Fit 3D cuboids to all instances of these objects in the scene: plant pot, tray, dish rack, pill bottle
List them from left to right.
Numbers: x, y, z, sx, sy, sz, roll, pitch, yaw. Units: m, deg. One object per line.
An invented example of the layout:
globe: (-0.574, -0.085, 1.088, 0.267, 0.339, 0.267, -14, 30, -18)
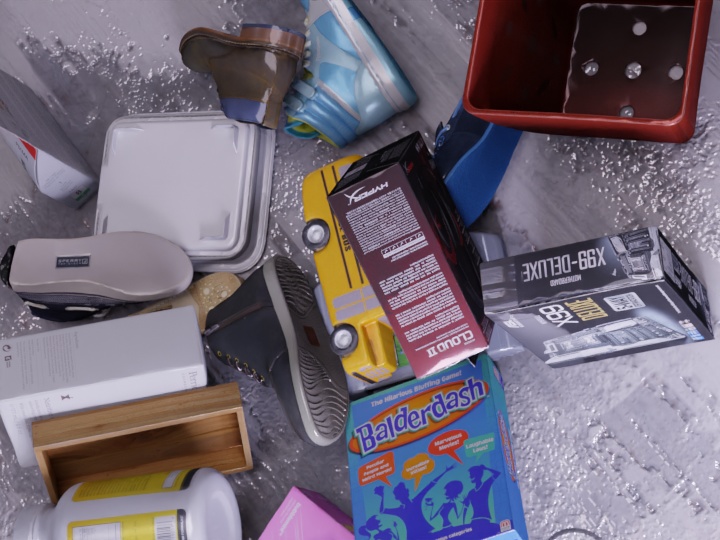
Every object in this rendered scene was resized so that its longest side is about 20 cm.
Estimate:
pill bottle: (-0.219, 0.250, 1.657, 0.198, 0.112, 0.113, -8, 74, 17)
tray: (-0.207, 0.167, 1.696, 0.198, 0.099, 0.037, -11, 47, -5)
dish rack: (-0.189, -0.086, 1.820, 0.198, 0.043, 0.174, 0, 79, 24)
plant pot: (0.226, -0.207, 1.596, 0.198, 0.176, 0.202, 6, 79, 24)

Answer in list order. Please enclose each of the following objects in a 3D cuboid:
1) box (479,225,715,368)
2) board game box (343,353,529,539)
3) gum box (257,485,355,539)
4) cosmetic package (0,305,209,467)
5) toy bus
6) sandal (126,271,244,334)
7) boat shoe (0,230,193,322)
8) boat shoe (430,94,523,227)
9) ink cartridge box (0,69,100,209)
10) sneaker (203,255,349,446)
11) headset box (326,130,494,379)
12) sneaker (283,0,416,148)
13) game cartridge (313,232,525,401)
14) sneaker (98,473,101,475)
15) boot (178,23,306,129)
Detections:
box: (0.209, 0.027, 1.535, 0.156, 0.200, 0.050, -12, 69, 19)
board game box: (0.065, 0.185, 1.598, 0.151, 0.045, 0.201, -22, 44, 15)
gum box: (-0.064, 0.319, 1.656, 0.113, 0.066, 0.201, 34, 92, 27)
cosmetic package: (-0.245, 0.113, 1.713, 0.198, 0.113, 0.082, -10, 49, -2)
toy bus: (0.000, 0.000, 1.669, 0.078, 0.065, 0.202, -21, 70, 16)
sandal: (-0.213, 0.061, 1.780, 0.211, 0.070, 0.078, -32, 67, 13)
boat shoe: (-0.261, 0.011, 1.810, 0.198, 0.093, 0.075, 4, 64, 10)
boat shoe: (0.103, -0.115, 1.692, 0.068, 0.084, 0.201, 20, 68, 39)
ink cartridge box: (-0.368, -0.155, 1.825, 0.050, 0.200, 0.161, -43, 65, 9)
sneaker: (-0.081, 0.096, 1.693, 0.106, 0.074, 0.202, -36, 53, 28)
headset box: (0.056, -0.008, 1.569, 0.074, 0.149, 0.201, -24, 99, 15)
sneaker: (-0.045, -0.210, 1.768, 0.130, 0.079, 0.201, -38, 66, 10)
game cartridge: (0.051, 0.039, 1.692, 0.198, 0.040, 0.135, -18, 68, 18)
sneaker: (-0.258, 0.229, 1.772, 0.076, 0.073, 0.202, 17, 79, -7)
boot: (-0.132, -0.190, 1.774, 0.199, 0.074, 0.098, 3, 80, 56)
